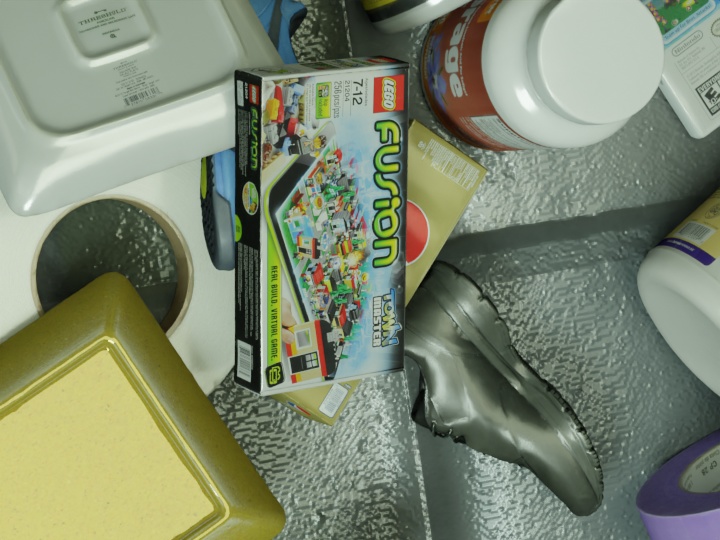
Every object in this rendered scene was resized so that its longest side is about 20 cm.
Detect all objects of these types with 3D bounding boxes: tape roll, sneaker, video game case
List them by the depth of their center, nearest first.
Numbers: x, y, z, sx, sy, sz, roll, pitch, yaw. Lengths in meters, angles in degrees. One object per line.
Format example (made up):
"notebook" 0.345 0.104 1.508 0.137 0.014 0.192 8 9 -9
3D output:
"sneaker" -0.063 -0.093 1.695 0.078 0.066 0.201 5 63 -10
"tape roll" -0.164 0.005 1.715 0.202 0.037 0.204 0 91 -17
"tape roll" 0.290 0.154 1.770 0.200 0.200 0.085 -27 99 -14
"sneaker" 0.086 0.092 1.782 0.091 0.076 0.200 -39 95 -2
"video game case" 0.261 -0.222 1.844 0.200 0.024 0.182 -37 101 -12

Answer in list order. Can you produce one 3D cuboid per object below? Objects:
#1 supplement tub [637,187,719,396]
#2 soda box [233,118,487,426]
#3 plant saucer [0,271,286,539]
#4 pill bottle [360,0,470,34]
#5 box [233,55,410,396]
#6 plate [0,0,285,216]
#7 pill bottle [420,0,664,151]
"supplement tub" 0.302 -0.013 1.798 0.200 0.145 0.146 -41 102 -12
"soda box" 0.000 0.000 1.748 0.064 0.068 0.200 34 82 -15
"plant saucer" -0.175 0.133 1.647 0.200 0.048 0.200 -35 93 -10
"pill bottle" 0.018 -0.264 1.723 0.112 0.112 0.200 -30 100 -14
"box" -0.024 -0.029 1.652 0.110 0.035 0.201 -9 107 -32
"plate" -0.159 -0.147 1.661 0.199 0.032 0.200 -20 63 -15
"pill bottle" 0.119 -0.134 1.711 0.112 0.200 0.113 0 91 -17
